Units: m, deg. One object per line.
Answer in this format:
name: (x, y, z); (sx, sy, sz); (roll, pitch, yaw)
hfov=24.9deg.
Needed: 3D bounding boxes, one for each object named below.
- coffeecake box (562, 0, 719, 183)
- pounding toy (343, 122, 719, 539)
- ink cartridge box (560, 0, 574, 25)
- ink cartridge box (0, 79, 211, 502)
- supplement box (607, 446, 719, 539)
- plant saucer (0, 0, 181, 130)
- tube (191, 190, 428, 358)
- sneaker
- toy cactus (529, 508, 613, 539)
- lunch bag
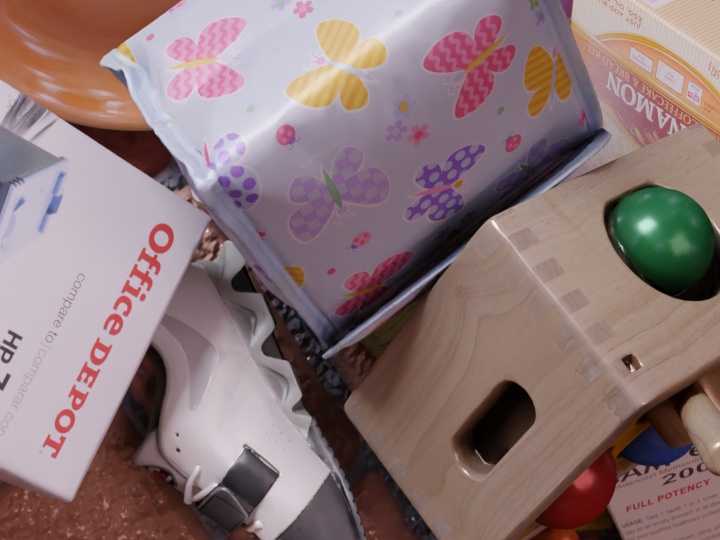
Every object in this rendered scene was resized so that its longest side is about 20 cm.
coffeecake box: (0.177, -0.051, 0.840); (0.073, 0.153, 0.200); (-26, 138, -26)
pounding toy: (0.114, 0.043, 0.720); (0.184, 0.200, 0.142); (-25, 70, -40)
ink cartridge box: (0.101, -0.200, 0.828); (0.148, 0.076, 0.200); (-2, 129, -34)
ink cartridge box: (-0.186, -0.010, 0.693); (0.200, 0.086, 0.147); (32, 74, -29)
supplement box: (0.201, 0.149, 0.929); (0.200, 0.073, 0.126); (62, 19, -19)
plant saucer: (-0.096, -0.149, 0.717); (0.200, 0.200, 0.038); (25, 34, -32)
tube: (0.000, 0.000, 0.842); (0.200, 0.058, 0.052); (38, 54, -29)
sneaker: (-0.060, 0.094, 0.783); (0.088, 0.074, 0.200); (-24, 83, -17)
toy cactus: (0.081, 0.164, 0.865); (0.200, 0.102, 0.165); (-44, 134, -57)
lunch bag: (0.015, -0.057, 0.718); (0.169, 0.127, 0.200); (-37, 145, -3)
